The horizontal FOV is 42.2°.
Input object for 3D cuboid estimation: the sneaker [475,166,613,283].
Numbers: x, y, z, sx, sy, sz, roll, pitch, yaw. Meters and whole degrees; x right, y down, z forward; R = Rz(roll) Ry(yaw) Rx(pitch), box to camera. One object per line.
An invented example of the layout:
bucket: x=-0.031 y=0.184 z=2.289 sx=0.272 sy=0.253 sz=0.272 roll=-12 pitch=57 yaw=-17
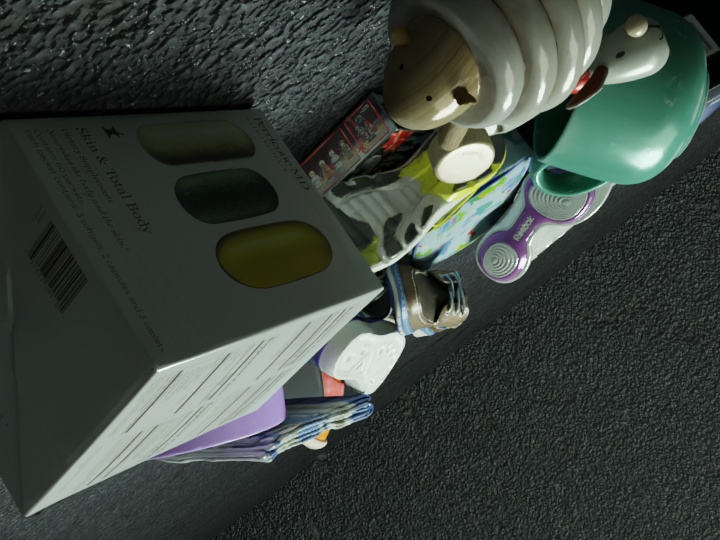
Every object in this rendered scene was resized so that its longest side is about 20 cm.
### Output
sneaker: x=0.197 y=-0.074 z=0.987 sx=0.200 sy=0.075 sz=0.100 roll=-46 pitch=180 yaw=42

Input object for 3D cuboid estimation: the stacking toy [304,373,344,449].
stacking toy: x=-0.060 y=0.140 z=1.349 sx=0.201 sy=0.145 sz=0.146 roll=-54 pitch=168 yaw=-1

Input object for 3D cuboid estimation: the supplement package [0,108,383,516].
supplement package: x=-0.123 y=0.012 z=0.553 sx=0.151 sy=0.153 sz=0.199 roll=-43 pitch=165 yaw=32

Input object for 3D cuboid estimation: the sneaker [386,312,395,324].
sneaker: x=0.027 y=0.058 z=1.160 sx=0.070 sy=0.076 sz=0.199 roll=-42 pitch=166 yaw=28

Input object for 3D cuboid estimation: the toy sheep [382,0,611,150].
toy sheep: x=0.086 y=-0.154 z=0.570 sx=0.200 sy=0.138 sz=0.138 roll=-46 pitch=173 yaw=-23

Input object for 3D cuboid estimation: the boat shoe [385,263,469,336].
boat shoe: x=0.074 y=0.026 z=0.968 sx=0.071 sy=0.073 sz=0.200 roll=-12 pitch=172 yaw=11

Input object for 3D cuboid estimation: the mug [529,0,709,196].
mug: x=0.228 y=-0.151 z=0.825 sx=0.185 sy=0.113 sz=0.154 roll=128 pitch=-24 yaw=-80

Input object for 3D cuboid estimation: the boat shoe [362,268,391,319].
boat shoe: x=0.000 y=0.000 z=0.978 sx=0.071 sy=0.068 sz=0.201 roll=-36 pitch=155 yaw=-10

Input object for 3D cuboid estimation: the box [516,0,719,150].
box: x=0.301 y=-0.189 z=1.021 sx=0.199 sy=0.124 sz=0.199 roll=-27 pitch=167 yaw=-31

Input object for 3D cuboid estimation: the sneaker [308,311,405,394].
sneaker: x=-0.043 y=0.052 z=0.952 sx=0.081 sy=0.146 sz=0.200 roll=-56 pitch=160 yaw=2

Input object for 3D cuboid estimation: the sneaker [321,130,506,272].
sneaker: x=0.033 y=-0.045 z=0.754 sx=0.199 sy=0.075 sz=0.085 roll=-32 pitch=166 yaw=-15

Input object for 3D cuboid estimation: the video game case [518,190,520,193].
video game case: x=0.169 y=-0.102 z=1.213 sx=0.179 sy=0.026 sz=0.200 roll=-29 pitch=167 yaw=-29

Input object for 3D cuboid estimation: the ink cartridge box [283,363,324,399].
ink cartridge box: x=-0.128 y=0.156 z=1.127 sx=0.143 sy=0.085 sz=0.200 roll=-6 pitch=160 yaw=-12

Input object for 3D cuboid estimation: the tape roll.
tape roll: x=-0.168 y=0.118 z=0.835 sx=0.197 sy=0.067 sz=0.200 roll=-10 pitch=179 yaw=0

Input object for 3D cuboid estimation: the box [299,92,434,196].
box: x=-0.017 y=-0.068 z=0.805 sx=0.200 sy=0.040 sz=0.136 roll=-41 pitch=165 yaw=26

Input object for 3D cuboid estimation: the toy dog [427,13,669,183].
toy dog: x=0.120 y=-0.152 z=0.683 sx=0.199 sy=0.132 sz=0.096 roll=-38 pitch=153 yaw=-2

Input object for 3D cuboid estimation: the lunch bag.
lunch bag: x=0.096 y=-0.078 z=0.973 sx=0.160 sy=0.083 sz=0.200 roll=-32 pitch=167 yaw=-9

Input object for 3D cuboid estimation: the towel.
towel: x=-0.091 y=0.152 z=0.904 sx=0.145 sy=0.024 sz=0.199 roll=-7 pitch=-179 yaw=29
